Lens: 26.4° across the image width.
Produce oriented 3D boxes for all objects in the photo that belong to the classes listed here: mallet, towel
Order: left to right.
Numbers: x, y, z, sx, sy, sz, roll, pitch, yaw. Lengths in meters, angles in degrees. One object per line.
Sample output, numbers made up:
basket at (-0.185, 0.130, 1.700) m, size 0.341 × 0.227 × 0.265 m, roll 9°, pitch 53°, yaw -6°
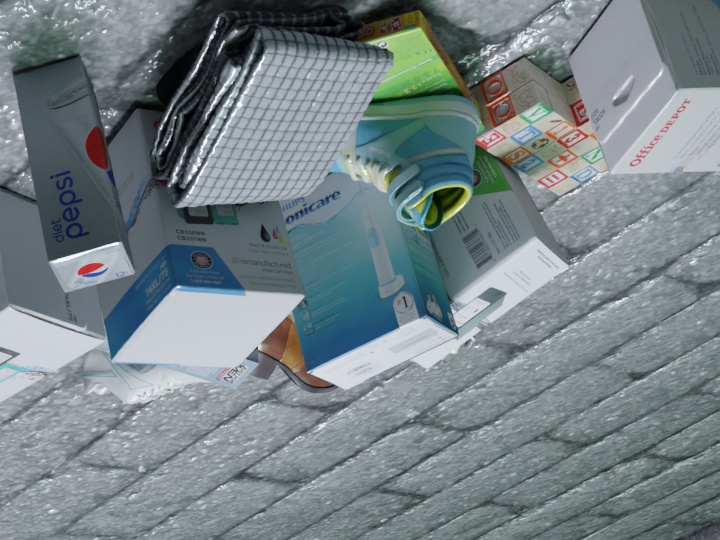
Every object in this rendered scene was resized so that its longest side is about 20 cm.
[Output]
mallet at (-0.115, -0.165, 1.488) m, size 0.066 × 0.042 × 0.199 m, roll -32°, pitch 154°, yaw 26°
towel at (-0.087, -0.153, 1.403) m, size 0.164 × 0.086 × 0.201 m, roll -4°, pitch 138°, yaw -41°

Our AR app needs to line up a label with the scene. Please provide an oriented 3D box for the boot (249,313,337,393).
boot at (-0.050, 0.037, 1.813) m, size 0.187 × 0.068 × 0.201 m, roll 20°, pitch 103°, yaw -39°

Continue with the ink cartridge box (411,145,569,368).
ink cartridge box at (0.102, -0.014, 1.657) m, size 0.199 × 0.147 × 0.084 m, roll -37°, pitch 143°, yaw 16°

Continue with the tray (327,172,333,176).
tray at (0.025, -0.112, 1.669) m, size 0.198 × 0.037 × 0.099 m, roll -22°, pitch 153°, yaw 9°

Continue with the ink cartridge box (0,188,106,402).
ink cartridge box at (-0.391, 0.035, 1.589) m, size 0.199 × 0.148 × 0.146 m, roll -29°, pitch 151°, yaw 23°

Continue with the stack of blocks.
stack of blocks at (0.208, -0.159, 1.655) m, size 0.115 × 0.059 × 0.199 m, roll -30°, pitch 151°, yaw 26°

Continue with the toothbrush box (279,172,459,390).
toothbrush box at (0.000, 0.000, 1.605) m, size 0.145 × 0.202 × 0.085 m, roll -27°, pitch 153°, yaw 20°

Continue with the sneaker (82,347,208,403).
sneaker at (-0.246, 0.124, 1.835) m, size 0.198 × 0.081 × 0.070 m, roll 6°, pitch 171°, yaw 24°

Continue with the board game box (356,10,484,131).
board game box at (0.050, -0.183, 1.519) m, size 0.094 × 0.030 × 0.200 m, roll -12°, pitch 149°, yaw 19°

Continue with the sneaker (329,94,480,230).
sneaker at (0.022, -0.096, 1.518) m, size 0.198 × 0.132 × 0.080 m, roll -9°, pitch 154°, yaw 18°

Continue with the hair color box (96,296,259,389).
hair color box at (-0.211, 0.050, 1.689) m, size 0.198 × 0.100 × 0.061 m, roll 21°, pitch 134°, yaw -29°

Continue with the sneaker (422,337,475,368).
sneaker at (0.135, 0.058, 2.008) m, size 0.074 × 0.088 × 0.200 m, roll 5°, pitch 146°, yaw -34°

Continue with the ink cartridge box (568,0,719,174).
ink cartridge box at (0.343, -0.199, 1.557) m, size 0.198 × 0.146 × 0.148 m, roll -3°, pitch 151°, yaw -25°

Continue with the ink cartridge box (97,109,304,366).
ink cartridge box at (-0.171, -0.029, 1.511) m, size 0.145 × 0.202 × 0.146 m, roll 4°, pitch 146°, yaw -36°

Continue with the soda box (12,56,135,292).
soda box at (-0.256, -0.087, 1.365) m, size 0.067 × 0.202 × 0.064 m, roll -15°, pitch 153°, yaw -3°
